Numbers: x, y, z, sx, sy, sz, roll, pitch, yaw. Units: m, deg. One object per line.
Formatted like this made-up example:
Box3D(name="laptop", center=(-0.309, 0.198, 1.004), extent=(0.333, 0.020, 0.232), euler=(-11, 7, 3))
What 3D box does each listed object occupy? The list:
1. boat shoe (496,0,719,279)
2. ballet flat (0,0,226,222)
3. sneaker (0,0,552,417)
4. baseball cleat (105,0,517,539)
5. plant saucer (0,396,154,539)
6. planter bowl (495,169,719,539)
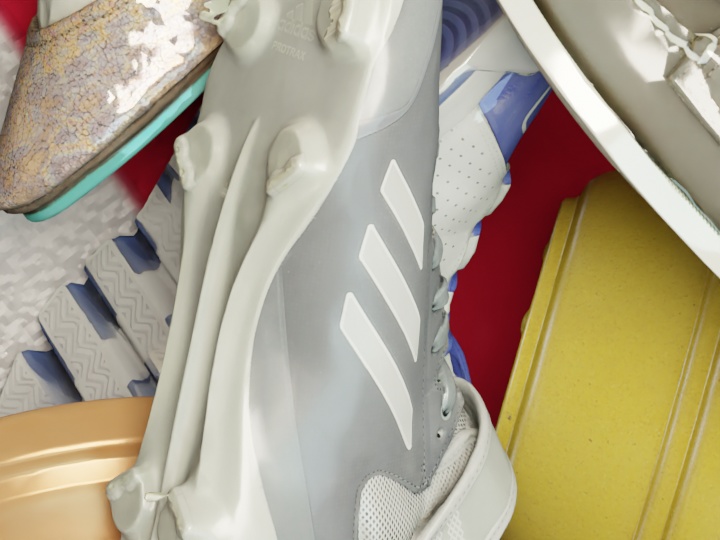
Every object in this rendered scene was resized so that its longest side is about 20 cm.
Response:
Box3D(name="boat shoe", center=(0.102, -0.025, 0.654), extent=(0.060, 0.072, 0.202), euler=(-40, 88, 17))
Box3D(name="ballet flat", center=(-0.033, -0.098, 0.706), extent=(0.200, 0.068, 0.067), euler=(-41, 108, -7))
Box3D(name="sneaker", center=(0.000, 0.001, 0.768), extent=(0.115, 0.081, 0.200), euler=(30, 108, -40))
Box3D(name="baseball cleat", center=(-0.002, 0.009, 0.682), extent=(0.106, 0.070, 0.201), euler=(11, 102, -36))
Box3D(name="plant saucer", center=(-0.074, 0.109, 0.763), extent=(0.199, 0.038, 0.201), euler=(-9, 142, -7))
Box3D(name="planter bowl", center=(0.084, 0.034, 0.789), extent=(0.083, 0.201, 0.201), euler=(15, 114, 4))
